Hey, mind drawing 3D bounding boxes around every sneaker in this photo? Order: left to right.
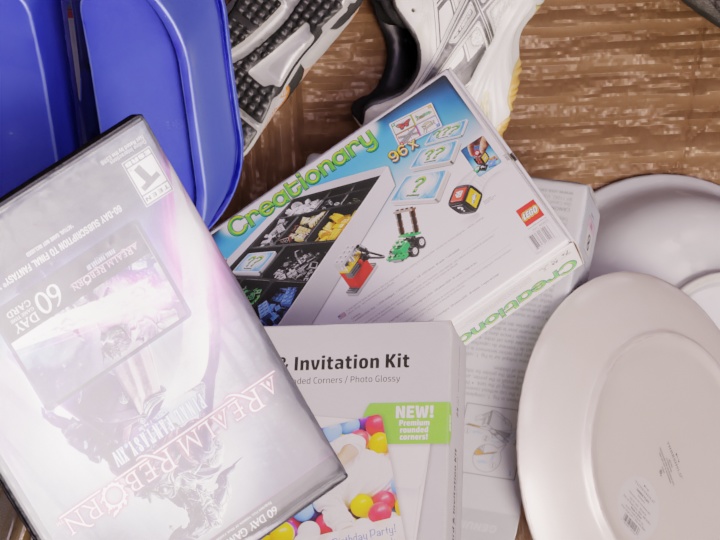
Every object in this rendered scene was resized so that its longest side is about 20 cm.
[{"bbox_3d":[-0.058,-0.111,1.412,0.074,0.080,0.200,45,97,6],"label":"sneaker"},{"bbox_3d":[0.053,-0.157,1.442,0.087,0.076,0.201,16,87,-18],"label":"sneaker"}]

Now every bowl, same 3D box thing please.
[{"bbox_3d":[0.188,0.046,1.488,0.200,0.090,0.203,-1,92,-18],"label":"bowl"}]

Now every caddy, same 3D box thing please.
[{"bbox_3d":[-0.136,-0.088,1.335,0.140,0.105,0.201,-2,113,9],"label":"caddy"}]

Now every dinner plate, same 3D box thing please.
[{"bbox_3d":[0.155,0.099,1.374,0.199,0.024,0.202,9,76,-41],"label":"dinner plate"}]

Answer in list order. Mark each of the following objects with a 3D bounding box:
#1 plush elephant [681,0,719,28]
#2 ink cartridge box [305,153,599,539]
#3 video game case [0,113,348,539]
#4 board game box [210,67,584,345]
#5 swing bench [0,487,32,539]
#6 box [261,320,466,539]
[{"bbox_3d":[0.246,-0.200,1.463,0.200,0.165,0.155,28,98,-45],"label":"plush elephant"},{"bbox_3d":[0.029,0.043,1.391,0.161,0.057,0.201,7,76,18],"label":"ink cartridge box"},{"bbox_3d":[-0.111,0.051,1.208,0.142,0.019,0.201,-34,104,-17],"label":"video game case"},{"bbox_3d":[0.000,0.000,1.371,0.199,0.035,0.127,-34,63,1],"label":"board game box"},{"bbox_3d":[-0.200,0.102,1.301,0.200,0.129,0.200,23,84,-58],"label":"swing bench"},{"bbox_3d":[-0.029,0.126,1.274,0.155,0.041,0.201,-2,67,13],"label":"box"}]
